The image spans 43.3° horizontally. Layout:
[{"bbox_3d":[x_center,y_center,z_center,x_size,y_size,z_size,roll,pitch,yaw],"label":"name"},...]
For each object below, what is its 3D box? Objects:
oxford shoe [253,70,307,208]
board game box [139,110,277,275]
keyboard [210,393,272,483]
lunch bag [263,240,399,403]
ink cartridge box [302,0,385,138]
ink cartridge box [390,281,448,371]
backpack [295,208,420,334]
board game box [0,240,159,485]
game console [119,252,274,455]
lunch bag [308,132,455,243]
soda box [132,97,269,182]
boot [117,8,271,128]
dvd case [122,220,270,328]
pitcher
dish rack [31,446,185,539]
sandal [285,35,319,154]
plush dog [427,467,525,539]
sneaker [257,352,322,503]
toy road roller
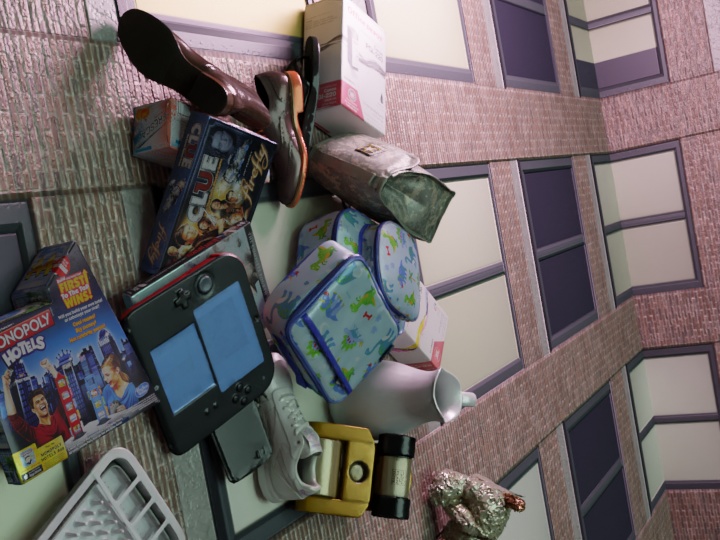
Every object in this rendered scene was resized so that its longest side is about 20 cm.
[{"bbox_3d":[-0.125,-0.192,1.337,0.072,0.071,0.203,-4,88,-31],"label":"oxford shoe"},{"bbox_3d":[-0.187,-0.083,1.133,0.135,0.034,0.202,13,98,-57],"label":"board game box"},{"bbox_3d":[-0.173,0.166,1.183,0.104,0.039,0.202,-25,101,-43],"label":"keyboard"},{"bbox_3d":[-0.039,0.076,1.236,0.161,0.082,0.201,-43,137,-19],"label":"lunch bag"},{"bbox_3d":[-0.025,-0.330,1.504,0.145,0.084,0.203,25,60,-55],"label":"ink cartridge box"},{"bbox_3d":[0.078,0.081,1.583,0.200,0.067,0.118,48,43,-43],"label":"ink cartridge box"},{"bbox_3d":[0.000,0.000,1.400,0.199,0.146,0.185,28,56,-49],"label":"backpack"},{"bbox_3d":[-0.317,0.082,0.927,0.200,0.061,0.202,-29,106,-58],"label":"board game box"},{"bbox_3d":[-0.188,0.096,1.094,0.177,0.031,0.202,-39,124,-40],"label":"game console"},{"bbox_3d":[0.030,-0.143,1.449,0.199,0.163,0.119,24,93,-55],"label":"lunch bag"},{"bbox_3d":[-0.202,-0.160,1.176,0.199,0.068,0.064,15,71,-57],"label":"soda box"},{"bbox_3d":[-0.210,-0.257,1.191,0.186,0.064,0.200,45,13,4],"label":"boot"},{"bbox_3d":[-0.192,0.046,1.120,0.200,0.022,0.148,-37,124,-42],"label":"dvd case"},{"bbox_3d":[0.067,0.202,1.405,0.171,0.198,0.123,24,62,-55],"label":"pitcher"},{"bbox_3d":[-0.278,0.307,0.951,0.173,0.043,0.201,65,34,-26],"label":"dish rack"},{"bbox_3d":[-0.094,-0.270,1.393,0.047,0.075,0.203,9,77,-16],"label":"sandal"},{"bbox_3d":[0.206,0.470,1.647,0.199,0.159,0.174,25,84,-55],"label":"plush dog"},{"bbox_3d":[-0.093,0.211,1.233,0.075,0.099,0.203,0,81,-57],"label":"sneaker"},{"bbox_3d":[-0.018,0.301,1.342,0.198,0.146,0.124,12,72,-18],"label":"toy road roller"}]
